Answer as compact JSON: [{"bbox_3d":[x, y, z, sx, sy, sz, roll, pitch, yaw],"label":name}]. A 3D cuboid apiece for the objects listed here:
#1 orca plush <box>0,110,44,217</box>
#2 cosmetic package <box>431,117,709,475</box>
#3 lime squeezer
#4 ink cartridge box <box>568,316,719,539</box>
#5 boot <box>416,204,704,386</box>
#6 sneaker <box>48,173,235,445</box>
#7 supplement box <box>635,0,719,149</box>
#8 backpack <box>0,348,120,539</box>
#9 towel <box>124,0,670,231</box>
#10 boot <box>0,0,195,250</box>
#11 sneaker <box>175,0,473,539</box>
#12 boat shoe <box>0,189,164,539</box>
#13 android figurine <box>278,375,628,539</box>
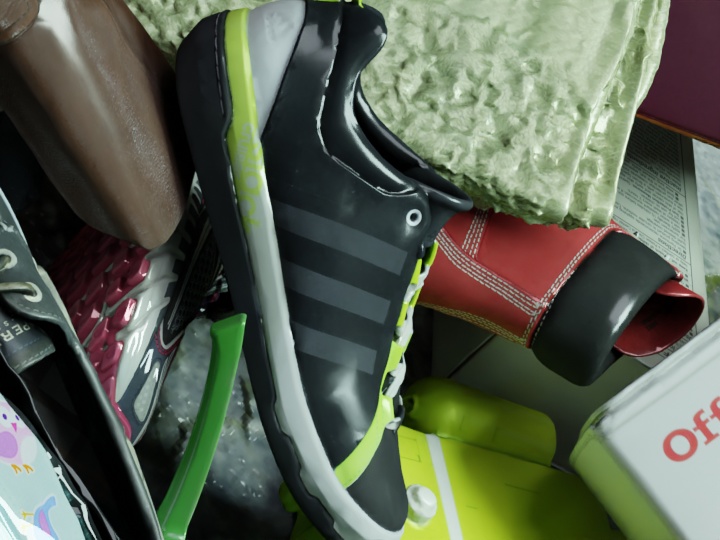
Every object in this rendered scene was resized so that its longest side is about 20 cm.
[{"bbox_3d":[-0.172,-0.034,0.760,0.105,0.071,0.200,-42,82,-10],"label":"orca plush"},{"bbox_3d":[0.092,-0.014,0.985,0.103,0.073,0.200,31,39,-22],"label":"cosmetic package"},{"bbox_3d":[-0.038,0.112,0.743,0.038,0.071,0.200,-133,-159,-69],"label":"lime squeezer"},{"bbox_3d":[0.195,0.101,0.844,0.146,0.085,0.200,-35,79,-10],"label":"ink cartridge box"},{"bbox_3d":[0.074,-0.031,0.883,0.144,0.073,0.200,25,35,5],"label":"boot"},{"bbox_3d":[-0.061,-0.002,0.809,0.075,0.081,0.200,43,35,-16],"label":"sneaker"},{"bbox_3d":[0.171,-0.088,0.929,0.110,0.086,0.200,24,7,25],"label":"supplement box"},{"bbox_3d":[-0.158,0.063,0.600,0.200,0.167,0.127,53,51,-5],"label":"backpack"},{"bbox_3d":[0.014,-0.103,0.815,0.200,0.036,0.149,20,67,-3],"label":"towel"},{"bbox_3d":[-0.098,-0.059,0.666,0.187,0.064,0.200,-95,165,-46],"label":"boot"},{"bbox_3d":[0.000,0.000,0.743,0.072,0.083,0.200,-85,160,-73],"label":"sneaker"},{"bbox_3d":[-0.112,0.024,0.680,0.069,0.057,0.200,-32,103,-33],"label":"boat shoe"},{"bbox_3d":[0.051,0.123,0.842,0.200,0.041,0.182,21,43,-35],"label":"android figurine"}]
